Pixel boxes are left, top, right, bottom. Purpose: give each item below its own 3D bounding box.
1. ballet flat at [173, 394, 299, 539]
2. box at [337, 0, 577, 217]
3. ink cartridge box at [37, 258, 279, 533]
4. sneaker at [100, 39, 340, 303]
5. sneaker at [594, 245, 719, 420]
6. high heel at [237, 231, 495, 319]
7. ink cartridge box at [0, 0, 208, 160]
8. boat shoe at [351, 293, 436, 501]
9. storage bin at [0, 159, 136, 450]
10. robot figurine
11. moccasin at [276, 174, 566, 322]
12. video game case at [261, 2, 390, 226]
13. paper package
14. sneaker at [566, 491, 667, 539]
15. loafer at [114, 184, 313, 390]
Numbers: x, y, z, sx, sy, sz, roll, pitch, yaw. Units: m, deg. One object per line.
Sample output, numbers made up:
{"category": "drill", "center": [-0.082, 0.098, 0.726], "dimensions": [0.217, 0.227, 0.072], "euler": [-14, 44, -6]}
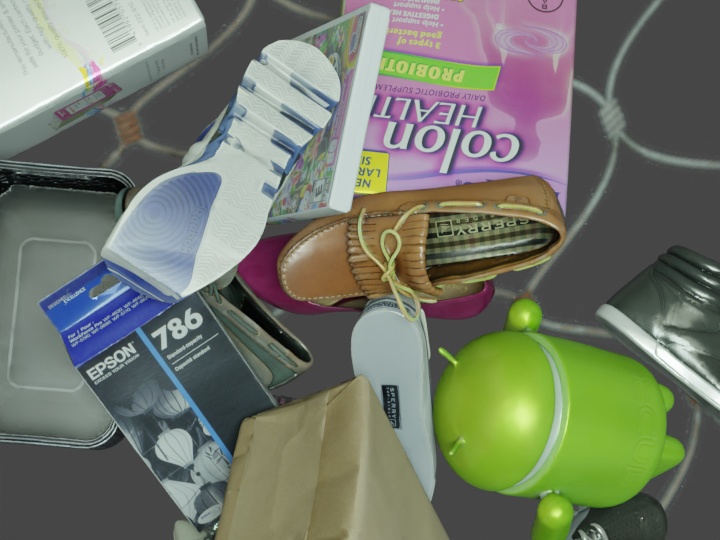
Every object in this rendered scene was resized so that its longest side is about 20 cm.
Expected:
{"category": "ballet flat", "center": [-0.094, 0.183, 1.103], "dimensions": [0.071, 0.069, 0.201], "euler": [25, 77, 18]}
{"category": "box", "center": [0.064, -0.127, 1.117], "dimensions": [0.175, 0.097, 0.201], "euler": [7, 74, -3]}
{"category": "ink cartridge box", "center": [-0.127, 0.078, 1.027], "dimensions": [0.099, 0.039, 0.200], "euler": [-34, 112, -2]}
{"category": "sneaker", "center": [-0.091, -0.055, 1.008], "dimensions": [0.080, 0.115, 0.200], "euler": [37, 69, -2]}
{"category": "sneaker", "center": [0.286, 0.059, 1.136], "dimensions": [0.200, 0.071, 0.099], "euler": [39, 87, 6]}
{"category": "high heel", "center": [0.000, 0.000, 1.110], "dimensions": [0.199, 0.096, 0.068], "euler": [3, 82, -4]}
{"category": "ink cartridge box", "center": [-0.236, -0.190, 1.124], "dimensions": [0.199, 0.085, 0.145], "euler": [-29, 85, -8]}
{"category": "boat shoe", "center": [0.023, 0.104, 1.100], "dimensions": [0.070, 0.070, 0.201], "euler": [2, 115, 11]}
{"category": "storage bin", "center": [-0.232, 0.028, 1.093], "dimensions": [0.134, 0.094, 0.201], "euler": [5, 82, -3]}
{"category": "robot figurine", "center": [0.139, 0.108, 1.074], "dimensions": [0.199, 0.116, 0.176], "euler": [13, 58, -33]}
{"category": "moccasin", "center": [0.041, -0.012, 1.018], "dimensions": [0.200, 0.078, 0.074], "euler": [-6, 115, 3]}
{"category": "video game case", "center": [-0.043, -0.105, 1.073], "dimensions": [0.018, 0.200, 0.144], "euler": [15, 82, -24]}
{"category": "paper package", "center": [-0.007, 0.206, 0.982], "dimensions": [0.103, 0.191, 0.201], "euler": [-18, 119, 15]}
{"category": "sneaker", "center": [0.150, 0.230, 1.082], "dimensions": [0.199, 0.116, 0.075], "euler": [-32, 86, -7]}
{"category": "loafer", "center": [-0.102, 0.010, 1.074], "dimensions": [0.063, 0.072, 0.200], "euler": [-18, 126, 19]}
